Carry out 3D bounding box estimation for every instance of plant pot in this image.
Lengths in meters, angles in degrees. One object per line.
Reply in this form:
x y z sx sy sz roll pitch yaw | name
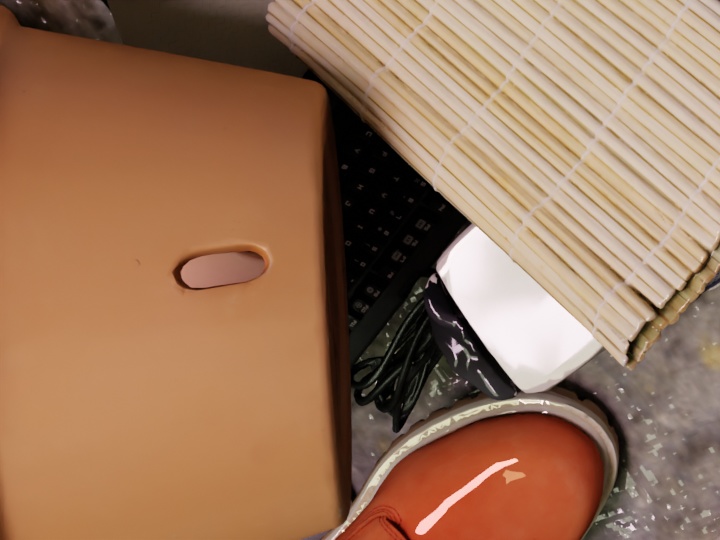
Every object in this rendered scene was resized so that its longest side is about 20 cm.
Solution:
-0.076 0.013 0.909 0.140 0.200 0.200 -4 124 2 | plant pot

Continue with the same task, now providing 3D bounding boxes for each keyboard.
0.000 0.000 0.986 0.104 0.040 0.200 24 129 -16 | keyboard

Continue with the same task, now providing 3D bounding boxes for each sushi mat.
0.049 -0.062 0.863 0.096 0.012 0.200 -55 47 10 | sushi mat

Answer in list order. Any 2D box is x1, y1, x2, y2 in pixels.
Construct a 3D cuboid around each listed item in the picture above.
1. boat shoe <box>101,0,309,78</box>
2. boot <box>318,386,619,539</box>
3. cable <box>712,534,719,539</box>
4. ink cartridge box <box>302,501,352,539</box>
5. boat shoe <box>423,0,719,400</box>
-0.069 -0.121 0.981 0.201 0.063 0.074 43 106 -7 | boat shoe
0.011 0.124 1.023 0.200 0.107 0.075 -41 105 18 | boot
0.089 0.130 0.995 0.200 0.097 0.050 -28 73 28 | cable
-0.080 0.064 1.122 0.117 0.067 0.200 -2 119 42 | ink cartridge box
0.109 -0.042 0.888 0.200 0.093 0.075 -35 91 21 | boat shoe
